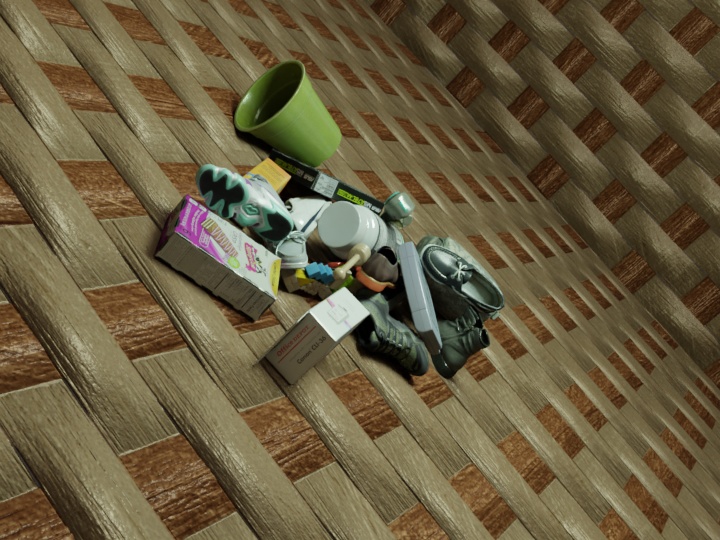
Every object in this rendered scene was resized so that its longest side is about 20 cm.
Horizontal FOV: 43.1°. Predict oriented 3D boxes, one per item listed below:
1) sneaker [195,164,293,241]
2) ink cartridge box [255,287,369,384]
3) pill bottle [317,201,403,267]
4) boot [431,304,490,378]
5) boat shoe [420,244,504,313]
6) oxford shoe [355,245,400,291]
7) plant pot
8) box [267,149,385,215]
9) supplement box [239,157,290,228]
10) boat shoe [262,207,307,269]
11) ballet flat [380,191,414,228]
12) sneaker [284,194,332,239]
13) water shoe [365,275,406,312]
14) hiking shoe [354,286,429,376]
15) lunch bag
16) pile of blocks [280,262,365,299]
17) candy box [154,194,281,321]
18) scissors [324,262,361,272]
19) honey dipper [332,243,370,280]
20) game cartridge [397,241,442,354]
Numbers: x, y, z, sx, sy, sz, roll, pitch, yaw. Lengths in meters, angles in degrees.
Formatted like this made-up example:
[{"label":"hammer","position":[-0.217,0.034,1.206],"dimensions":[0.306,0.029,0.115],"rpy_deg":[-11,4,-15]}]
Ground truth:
[{"label":"sneaker","position":[-0.210,-0.140,1.592],"dimensions":[0.200,0.078,0.140],"rpy_deg":[38,17,-33]},{"label":"ink cartridge box","position":[-0.075,0.108,1.460],"dimensions":[0.068,0.116,0.200],"rpy_deg":[47,24,5]},{"label":"pill bottle","position":[0.001,-0.066,1.837],"dimensions":[0.113,0.113,0.200],"rpy_deg":[57,14,27]},{"label":"boot","position":[0.192,0.113,1.872],"dimensions":[0.068,0.131,0.200],"rpy_deg":[24,30,-40]},{"label":"boat shoe","position":[0.210,0.014,1.840],"dimensions":[0.200,0.076,0.060],"rpy_deg":[33,-12,-16]},{"label":"oxford shoe","position":[0.052,-0.010,1.744],"dimensions":[0.071,0.073,0.200],"rpy_deg":[35,14,5]},{"label":"plant pot","position":[-0.146,-0.329,2.030],"dimensions":[0.190,0.200,0.200],"rpy_deg":[44,19,-36]},{"label":"box","position":[-0.076,-0.184,1.948],"dimensions":[0.200,0.048,0.193],"rpy_deg":[22,3,-42]},{"label":"supplement box","position":[-0.201,-0.152,1.755],"dimensions":[0.067,0.069,0.200],"rpy_deg":[40,26,-4]},{"label":"boat shoe","position":[-0.142,-0.064,1.654],"dimensions":[0.074,0.065,0.202],"rpy_deg":[-5,30,-12]},{"label":"ballet flat","position":[0.079,-0.116,1.901],"dimensions":[0.064,0.067,0.200],"rpy_deg":[51,-2,4]},{"label":"sneaker","position":[-0.116,-0.119,1.840],"dimensions":[0.080,0.076,0.200],"rpy_deg":[33,22,-3]},{"label":"water shoe","position":[0.048,0.031,1.827],"dimensions":[0.079,0.071,0.200],"rpy_deg":[63,22,-9]},{"label":"hiking shoe","position":[0.042,0.131,1.693],"dimensions":[0.200,0.076,0.101],"rpy_deg":[48,45,-2]},{"label":"lunch bag","position":[0.199,0.026,1.957],"dimensions":[0.200,0.139,0.168],"rpy_deg":[41,-3,-15]},{"label":"pile of blocks","position":[-0.072,0.005,1.682],"dimensions":[0.200,0.082,0.062],"rpy_deg":[17,35,-46]},{"label":"candy box","position":[-0.228,-0.022,1.496],"dimensions":[0.200,0.061,0.136],"rpy_deg":[36,24,-20]},{"label":"scissors","position":[0.000,0.000,1.804],"dimensions":[0.200,0.073,0.014],"rpy_deg":[6,76,-42]},{"label":"honey dipper","position":[-0.018,-0.011,1.650],"dimensions":[0.038,0.038,0.200],"rpy_deg":[44,18,-1]},{"label":"game cartridge","position":[0.115,0.051,1.777],"dimensions":[0.133,0.042,0.200],"rpy_deg":[53,22,-57]}]
